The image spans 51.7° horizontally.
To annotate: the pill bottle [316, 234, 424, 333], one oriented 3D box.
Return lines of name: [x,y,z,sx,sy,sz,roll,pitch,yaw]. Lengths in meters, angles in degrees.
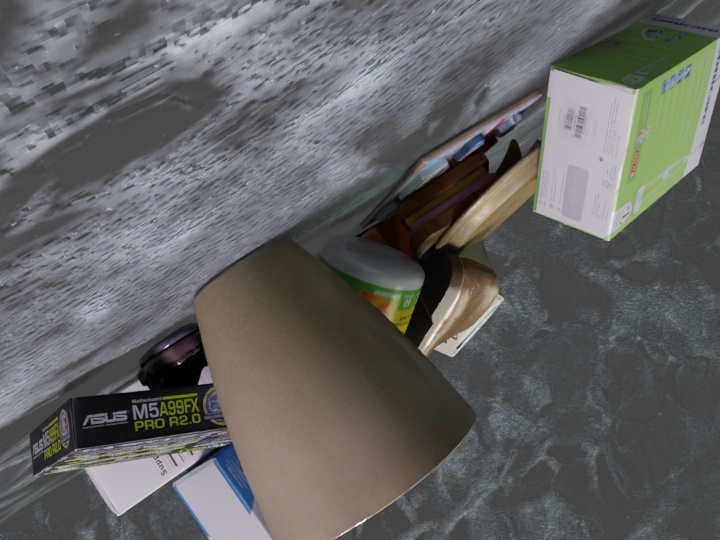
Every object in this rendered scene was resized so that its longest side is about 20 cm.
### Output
pill bottle: [-0.015,0.074,0.774,0.111,0.111,0.201,-28,138,-67]

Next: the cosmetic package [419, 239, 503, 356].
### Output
cosmetic package: [0.099,-0.003,0.910,0.105,0.071,0.200,-53,-157,28]

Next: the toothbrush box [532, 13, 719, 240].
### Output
toothbrush box: [0.258,-0.142,0.704,0.200,0.086,0.146,-32,135,-35]

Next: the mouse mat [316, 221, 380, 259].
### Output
mouse mat: [-0.056,-0.004,0.969,0.200,0.008,0.161,-33,177,-36]

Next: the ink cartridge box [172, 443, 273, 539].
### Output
ink cartridge box: [-0.115,0.263,0.933,0.084,0.145,0.200,-36,179,26]

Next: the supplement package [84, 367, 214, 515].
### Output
supplement package: [-0.240,0.187,0.903,0.200,0.120,0.121,-33,178,-25]

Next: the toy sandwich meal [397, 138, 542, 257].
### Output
toy sandwich meal: [0.129,-0.088,0.778,0.205,0.070,0.205,-40,171,-8]

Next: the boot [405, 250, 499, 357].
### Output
boot: [0.078,0.067,0.797,0.075,0.074,0.200,10,131,-27]

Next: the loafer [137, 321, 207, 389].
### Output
loafer: [-0.179,0.102,0.745,0.072,0.063,0.200,-32,177,-25]

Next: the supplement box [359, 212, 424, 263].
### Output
supplement box: [0.000,0.000,0.918,0.069,0.067,0.200,-37,-179,-41]

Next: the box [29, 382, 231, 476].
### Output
box: [-0.191,0.147,0.704,0.199,0.045,0.160,-1,161,-35]

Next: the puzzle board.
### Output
puzzle board: [0.088,-0.107,0.769,0.150,0.017,0.200,-33,177,-22]

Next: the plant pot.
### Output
plant pot: [-0.041,0.083,0.591,0.187,0.200,0.187,-34,178,-1]
